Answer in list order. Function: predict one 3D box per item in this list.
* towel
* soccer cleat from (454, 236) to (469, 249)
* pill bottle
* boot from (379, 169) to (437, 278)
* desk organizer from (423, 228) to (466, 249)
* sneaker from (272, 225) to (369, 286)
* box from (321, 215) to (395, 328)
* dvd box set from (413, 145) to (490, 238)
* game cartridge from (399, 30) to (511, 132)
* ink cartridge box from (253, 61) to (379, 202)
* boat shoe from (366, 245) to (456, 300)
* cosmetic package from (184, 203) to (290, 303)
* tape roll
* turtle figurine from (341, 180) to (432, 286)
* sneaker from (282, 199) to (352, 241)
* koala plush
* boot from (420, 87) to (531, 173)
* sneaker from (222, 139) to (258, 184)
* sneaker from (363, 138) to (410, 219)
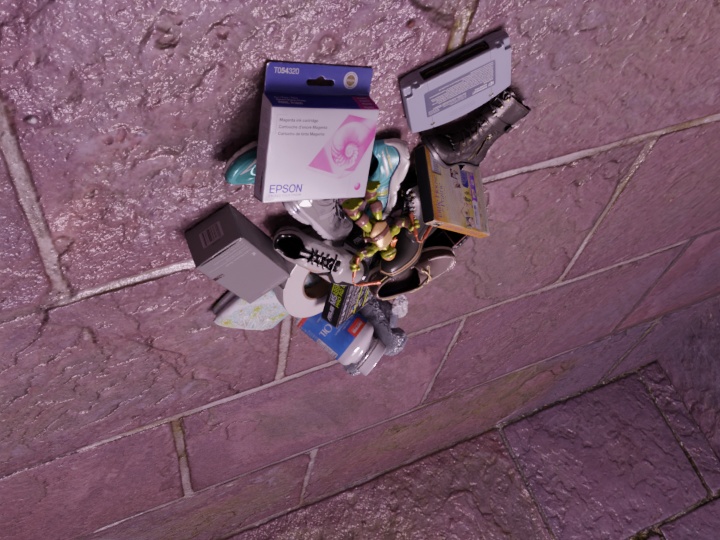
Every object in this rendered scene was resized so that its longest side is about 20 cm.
[{"bbox_3d":[-0.195,0.057,1.599,0.199,0.049,0.170,-41,150,24],"label":"towel"},{"bbox_3d":[0.177,-0.057,1.731,0.199,0.069,0.073,-40,174,17],"label":"soccer cleat"},{"bbox_3d":[-0.040,0.136,1.683,0.113,0.199,0.112,-51,180,0],"label":"pill bottle"},{"bbox_3d":[0.087,-0.100,1.486,0.202,0.076,0.139,-57,147,-24],"label":"boot"},{"bbox_3d":[0.151,-0.064,1.600,0.200,0.072,0.077,-43,-165,9],"label":"desk organizer"},{"bbox_3d":[-0.078,-0.020,1.412,0.080,0.196,0.075,-40,151,-81],"label":"sneaker"},{"bbox_3d":[0.000,0.000,1.556,0.160,0.044,0.203,-37,151,-49],"label":"box"},{"bbox_3d":[0.180,-0.149,1.473,0.029,0.150,0.198,-17,164,38],"label":"dvd box set"},{"bbox_3d":[0.163,-0.314,1.292,0.196,0.042,0.134,-26,157,-2],"label":"game cartridge"},{"bbox_3d":[-0.063,-0.209,1.165,0.193,0.043,0.205,-8,119,-34],"label":"ink cartridge box"},{"bbox_3d":[0.109,0.008,1.534,0.195,0.060,0.073,-17,122,-11],"label":"boat shoe"},{"bbox_3d":[-0.221,-0.026,1.392,0.106,0.091,0.200,-33,149,9],"label":"cosmetic package"},{"bbox_3d":[-0.086,0.005,1.549,0.201,0.037,0.206,-32,144,-26],"label":"tape roll"},{"bbox_3d":[0.037,-0.081,1.388,0.198,0.064,0.163,-35,123,-13],"label":"turtle figurine"},{"bbox_3d":[-0.061,-0.114,1.393,0.082,0.076,0.199,-38,153,17],"label":"sneaker"},{"bbox_3d":[0.032,0.120,1.828,0.175,0.187,0.199,-29,176,27],"label":"koala plush"},{"bbox_3d":[0.214,-0.268,1.396,0.198,0.070,0.174,2,137,-52],"label":"boot"},{"bbox_3d":[-0.126,-0.162,1.231,0.196,0.081,0.078,-8,147,-32],"label":"sneaker"},{"bbox_3d":[0.031,-0.168,1.408,0.078,0.079,0.202,3,139,-14],"label":"sneaker"}]
